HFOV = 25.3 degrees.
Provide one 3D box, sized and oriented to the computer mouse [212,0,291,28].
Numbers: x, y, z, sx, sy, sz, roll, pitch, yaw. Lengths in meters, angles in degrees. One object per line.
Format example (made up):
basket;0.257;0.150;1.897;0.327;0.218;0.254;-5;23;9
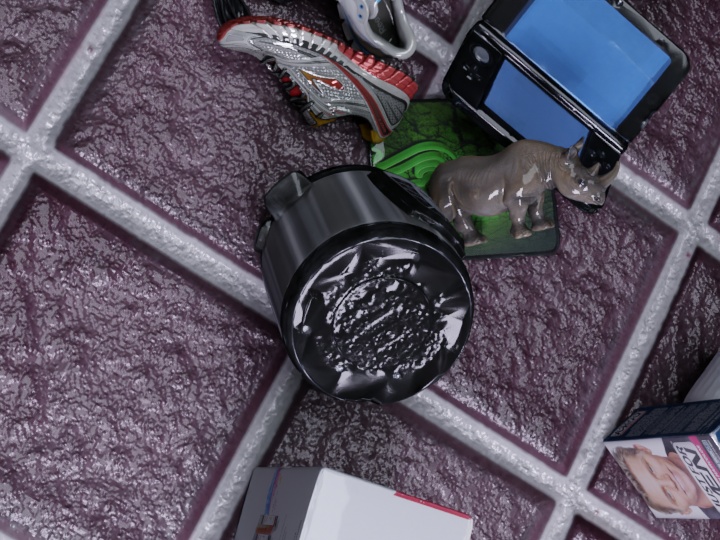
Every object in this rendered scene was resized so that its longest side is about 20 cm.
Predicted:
computer mouse;-0.071;-0.321;1.511;0.199;0.046;0.141;-29;115;-14

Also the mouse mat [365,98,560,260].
mouse mat;0.102;-0.090;1.574;0.198;0.008;0.163;-4;84;-20

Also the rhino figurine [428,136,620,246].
rhino figurine;0.150;-0.077;1.504;0.060;0.198;0.088;-24;99;-62

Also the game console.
game console;0.203;-0.188;1.557;0.199;0.116;0.176;38;41;-9

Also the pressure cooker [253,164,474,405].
pressure cooker;-0.003;0.001;1.423;0.177;0.200;0.178;-3;115;-11

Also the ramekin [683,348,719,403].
ramekin;0.408;0.155;1.555;0.098;0.200;0.201;-45;99;-13

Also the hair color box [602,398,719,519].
hair color box;0.322;0.179;1.512;0.060;0.200;0.100;-38;96;-20

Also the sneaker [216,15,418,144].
sneaker;-0.043;-0.178;1.488;0.198;0.078;0.083;22;93;-20

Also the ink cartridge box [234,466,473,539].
ink cartridge box;-0.020;0.256;1.375;0.144;0.200;0.146;19;79;-16

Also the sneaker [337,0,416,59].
sneaker;-0.004;-0.277;1.480;0.075;0.087;0.200;-41;118;-5
